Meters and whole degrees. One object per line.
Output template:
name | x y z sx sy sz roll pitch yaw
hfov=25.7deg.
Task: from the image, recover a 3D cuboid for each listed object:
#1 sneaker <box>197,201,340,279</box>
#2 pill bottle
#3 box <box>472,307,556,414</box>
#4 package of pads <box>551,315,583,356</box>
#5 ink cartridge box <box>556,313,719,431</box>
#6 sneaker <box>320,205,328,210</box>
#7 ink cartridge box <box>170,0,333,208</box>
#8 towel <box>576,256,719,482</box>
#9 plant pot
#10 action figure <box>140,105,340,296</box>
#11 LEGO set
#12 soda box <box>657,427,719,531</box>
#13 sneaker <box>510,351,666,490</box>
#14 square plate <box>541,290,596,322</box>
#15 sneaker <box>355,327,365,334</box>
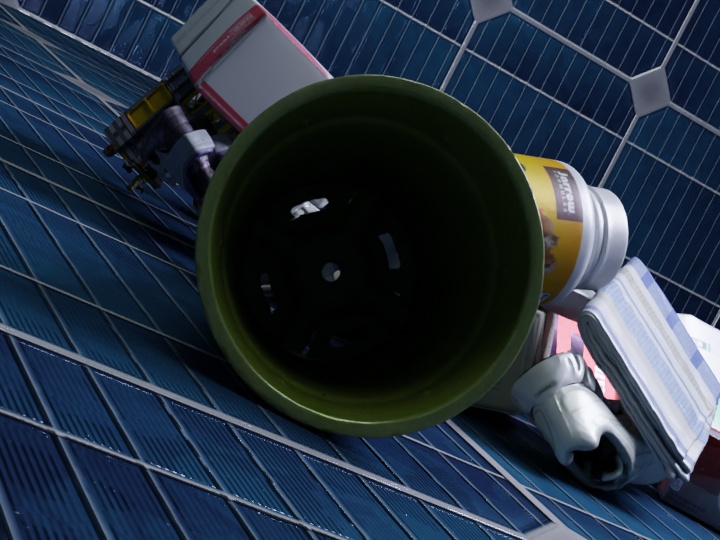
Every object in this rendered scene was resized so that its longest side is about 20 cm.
sneaker | -0.060 -0.030 1.257 0.199 0.073 0.085 22 -41 32
pill bottle | 0.095 -0.033 1.157 0.198 0.111 0.109 6 16 -28
box | 0.115 0.064 1.286 0.068 0.083 0.200 11 4 12
package of pads | 0.235 0.111 1.524 0.198 0.076 0.120 29 8 8
ink cartridge box | 0.261 0.103 1.392 0.199 0.050 0.162 27 50 -25
sneaker | -0.011 -0.096 1.461 0.082 0.071 0.199 34 -20 -31
ink cartridge box | -0.072 -0.150 1.295 0.146 0.085 0.200 44 3 -21
towel | 0.229 0.072 1.235 0.148 0.024 0.200 58 24 0
plant pot | -0.007 -0.002 0.970 0.198 0.202 0.190 27 -8 -6
action figure | -0.079 -0.037 1.178 0.200 0.070 0.129 47 32 23
LEGO set | -0.141 -0.080 1.417 0.154 0.116 0.200 52 3 26
soda box | 0.346 0.199 1.295 0.198 0.071 0.063 28 6 5
sneaker | 0.185 0.134 1.188 0.199 0.075 0.082 30 27 -47
square plate | 0.107 -0.011 1.331 0.196 0.029 0.200 24 6 -22
sneaker | 0.000 0.000 1.334 0.073 0.088 0.200 25 6 -10
